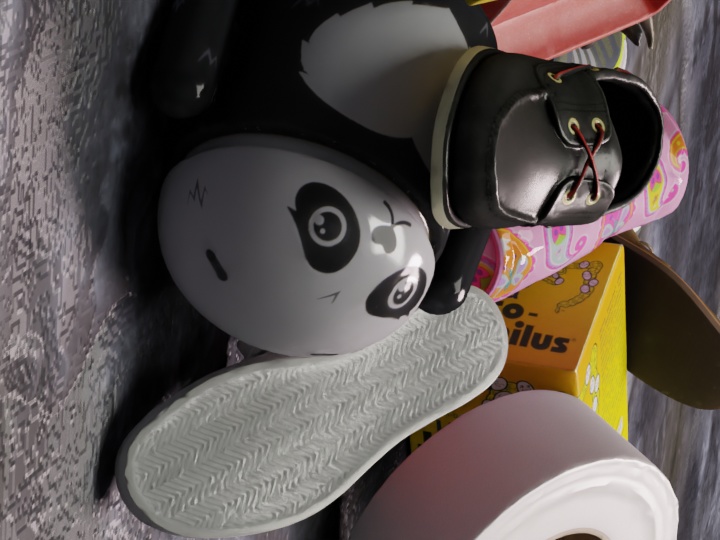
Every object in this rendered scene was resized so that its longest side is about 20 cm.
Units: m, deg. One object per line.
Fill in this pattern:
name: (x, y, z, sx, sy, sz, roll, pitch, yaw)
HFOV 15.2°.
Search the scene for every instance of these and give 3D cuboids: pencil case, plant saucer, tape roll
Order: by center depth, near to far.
plant saucer: (0.131, -0.173, 1.440, 0.199, 0.037, 0.200, -25, 168, -35)
tape roll: (0.082, 0.168, 1.512, 0.202, 0.071, 0.203, -25, 136, -27)
pencil case: (0.101, -0.041, 1.519, 0.200, 0.087, 0.088, -24, 125, -44)

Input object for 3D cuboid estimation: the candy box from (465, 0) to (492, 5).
candy box: (0.073, -0.172, 1.162, 0.200, 0.026, 0.103, -22, 89, -64)

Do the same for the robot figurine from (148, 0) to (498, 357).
robot figurine: (-0.011, -0.061, 1.143, 0.125, 0.150, 0.201, 98, 9, -60)

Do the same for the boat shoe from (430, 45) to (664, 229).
boat shoe: (0.079, -0.055, 1.131, 0.201, 0.063, 0.074, -16, 113, -68)

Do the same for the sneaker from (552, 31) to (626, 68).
sneaker: (0.115, -0.132, 1.645, 0.200, 0.074, 0.081, -64, 154, -49)

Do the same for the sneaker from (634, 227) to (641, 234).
sneaker: (0.131, -0.002, 1.801, 0.200, 0.077, 0.092, -34, 145, -61)

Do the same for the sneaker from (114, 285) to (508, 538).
sneaker: (-0.041, 0.066, 1.204, 0.199, 0.115, 0.074, -23, 97, -32)

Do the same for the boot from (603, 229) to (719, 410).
boot: (0.168, 0.003, 1.667, 0.075, 0.200, 0.074, -28, 157, -54)

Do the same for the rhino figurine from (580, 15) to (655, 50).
rhino figurine: (0.127, -0.198, 1.577, 0.200, 0.060, 0.088, 53, 46, -38)

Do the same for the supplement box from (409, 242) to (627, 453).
supplement box: (0.096, 0.082, 1.627, 0.201, 0.108, 0.110, 83, 23, -44)
